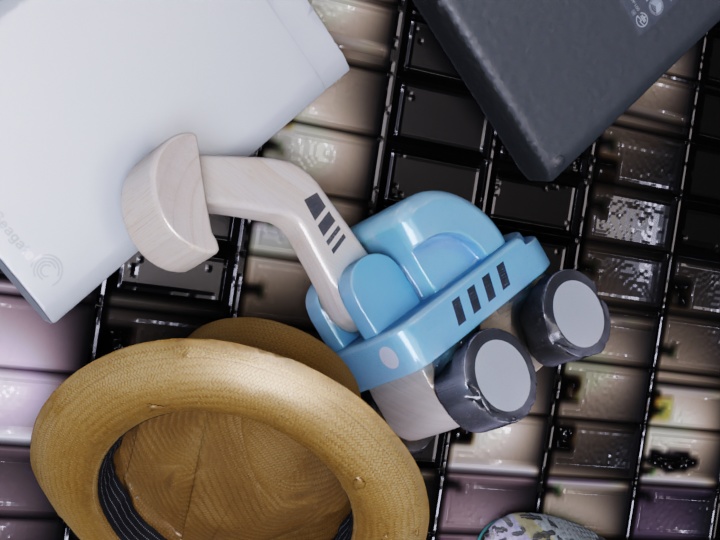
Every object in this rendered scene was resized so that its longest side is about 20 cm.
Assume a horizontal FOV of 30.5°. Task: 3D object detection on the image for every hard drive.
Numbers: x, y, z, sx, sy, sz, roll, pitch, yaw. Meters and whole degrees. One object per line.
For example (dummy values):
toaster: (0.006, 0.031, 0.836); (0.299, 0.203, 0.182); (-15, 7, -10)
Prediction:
hard drive: (0.134, -0.167, 0.753); (0.200, 0.033, 0.140); (-43, 113, -18)
hard drive: (-0.114, -0.090, 0.635); (0.200, 0.026, 0.132); (-43, 112, -18)

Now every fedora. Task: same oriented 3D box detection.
fedora: (-0.055, 0.085, 0.625); (0.201, 0.200, 0.082); (45, 38, -24)

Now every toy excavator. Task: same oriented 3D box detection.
toy excavator: (0.000, 0.000, 0.661); (0.194, 0.100, 0.200); (-34, 94, -38)

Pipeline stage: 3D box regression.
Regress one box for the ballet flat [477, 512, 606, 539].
ballet flat: (0.155, 0.206, 0.783); (0.200, 0.072, 0.072); (39, 77, -25)
